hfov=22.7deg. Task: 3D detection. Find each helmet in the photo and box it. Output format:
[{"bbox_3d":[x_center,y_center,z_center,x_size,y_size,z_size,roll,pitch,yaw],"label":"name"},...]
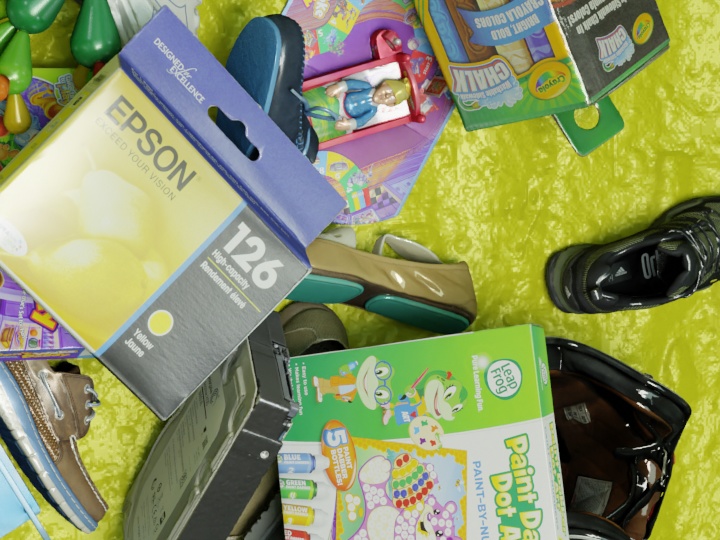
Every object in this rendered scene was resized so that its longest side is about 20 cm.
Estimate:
[{"bbox_3d":[0.135,0.142,1.350,0.191,0.200,0.200,19,91,10],"label":"helmet"}]

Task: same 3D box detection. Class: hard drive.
[{"bbox_3d":[-0.110,0.134,1.258,0.038,0.140,0.200,23,113,-21],"label":"hard drive"}]

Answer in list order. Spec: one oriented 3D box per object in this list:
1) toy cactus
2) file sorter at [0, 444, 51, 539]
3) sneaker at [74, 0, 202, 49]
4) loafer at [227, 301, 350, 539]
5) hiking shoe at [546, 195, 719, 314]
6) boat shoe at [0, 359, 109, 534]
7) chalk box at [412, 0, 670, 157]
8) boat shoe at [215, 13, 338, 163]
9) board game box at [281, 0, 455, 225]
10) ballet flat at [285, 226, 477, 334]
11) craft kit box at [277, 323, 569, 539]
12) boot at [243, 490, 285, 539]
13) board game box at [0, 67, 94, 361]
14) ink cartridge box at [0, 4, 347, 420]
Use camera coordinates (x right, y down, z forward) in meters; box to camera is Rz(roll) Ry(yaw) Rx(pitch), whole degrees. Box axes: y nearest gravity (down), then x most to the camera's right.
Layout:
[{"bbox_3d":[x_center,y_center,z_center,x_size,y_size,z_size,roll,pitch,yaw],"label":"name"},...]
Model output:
[{"bbox_3d":[-0.208,-0.191,1.192,0.165,0.102,0.200,-36,86,13],"label":"toy cactus"},{"bbox_3d":[-0.332,0.175,1.228,0.200,0.123,0.139,-32,106,-12],"label":"file sorter"},{"bbox_3d":[-0.145,-0.174,1.274,0.087,0.074,0.200,-29,107,-19],"label":"sneaker"},{"bbox_3d":[-0.071,0.115,1.340,0.076,0.067,0.200,26,88,-20],"label":"loafer"},{"bbox_3d":[0.253,-0.005,1.420,0.200,0.101,0.076,-21,104,-16],"label":"hiking shoe"},{"bbox_3d":[-0.225,0.096,1.282,0.072,0.072,0.200,-35,111,-19],"label":"boat shoe"},{"bbox_3d":[0.134,-0.183,1.323,0.125,0.124,0.200,-35,110,-41],"label":"chalk box"},{"bbox_3d":[-0.064,-0.098,1.295,0.069,0.084,0.200,-7,135,-26],"label":"boat shoe"},{"bbox_3d":[0.001,-0.133,1.345,0.158,0.039,0.200,29,87,-21],"label":"board game box"},{"bbox_3d":[0.000,0.000,1.351,0.200,0.069,0.063,15,66,-32],"label":"ballet flat"},{"bbox_3d":[0.041,0.148,1.249,0.197,0.049,0.200,-9,82,15],"label":"craft kit box"},{"bbox_3d":[0.011,0.238,1.314,0.200,0.066,0.165,38,115,14],"label":"boot"},{"bbox_3d":[-0.247,-0.039,1.234,0.134,0.045,0.200,-2,78,-19],"label":"board game box"},{"bbox_3d":[-0.129,-0.036,1.190,0.200,0.047,0.198,-46,114,-6],"label":"ink cartridge box"}]
